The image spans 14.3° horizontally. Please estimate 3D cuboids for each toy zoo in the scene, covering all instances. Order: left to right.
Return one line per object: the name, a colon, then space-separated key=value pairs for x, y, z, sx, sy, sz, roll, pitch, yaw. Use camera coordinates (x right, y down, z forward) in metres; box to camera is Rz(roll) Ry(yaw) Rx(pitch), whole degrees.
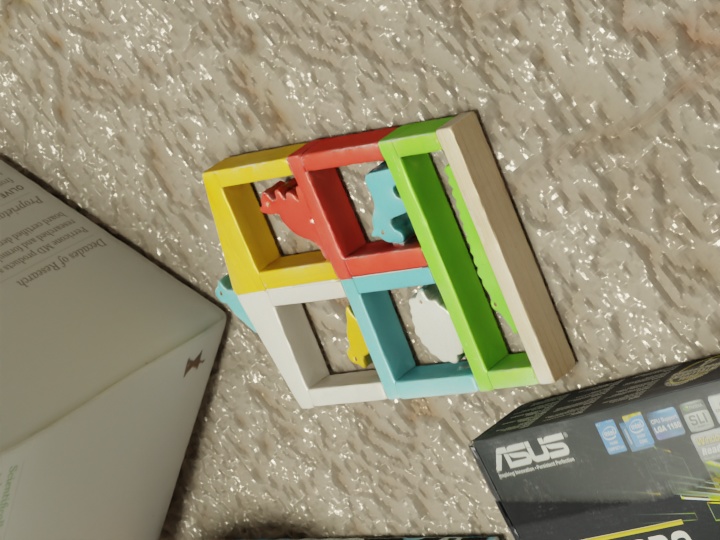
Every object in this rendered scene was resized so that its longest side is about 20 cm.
toy zoo: x=0.000 y=0.000 z=1.366 sx=0.200 sy=0.020 sz=0.131 roll=-7 pitch=111 yaw=45

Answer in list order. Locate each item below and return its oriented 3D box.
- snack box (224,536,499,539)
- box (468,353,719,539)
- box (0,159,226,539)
snack box: x=0.008 y=0.195 z=1.475 sx=0.200 sy=0.037 sz=0.116 roll=-5 pitch=113 yaw=45
box: x=0.160 y=0.120 z=1.278 sx=0.200 sy=0.049 sz=0.161 roll=-17 pitch=101 yaw=48
box: x=-0.207 y=0.088 z=1.468 sx=0.171 sy=0.200 sz=0.199 roll=33 pitch=126 yaw=20
